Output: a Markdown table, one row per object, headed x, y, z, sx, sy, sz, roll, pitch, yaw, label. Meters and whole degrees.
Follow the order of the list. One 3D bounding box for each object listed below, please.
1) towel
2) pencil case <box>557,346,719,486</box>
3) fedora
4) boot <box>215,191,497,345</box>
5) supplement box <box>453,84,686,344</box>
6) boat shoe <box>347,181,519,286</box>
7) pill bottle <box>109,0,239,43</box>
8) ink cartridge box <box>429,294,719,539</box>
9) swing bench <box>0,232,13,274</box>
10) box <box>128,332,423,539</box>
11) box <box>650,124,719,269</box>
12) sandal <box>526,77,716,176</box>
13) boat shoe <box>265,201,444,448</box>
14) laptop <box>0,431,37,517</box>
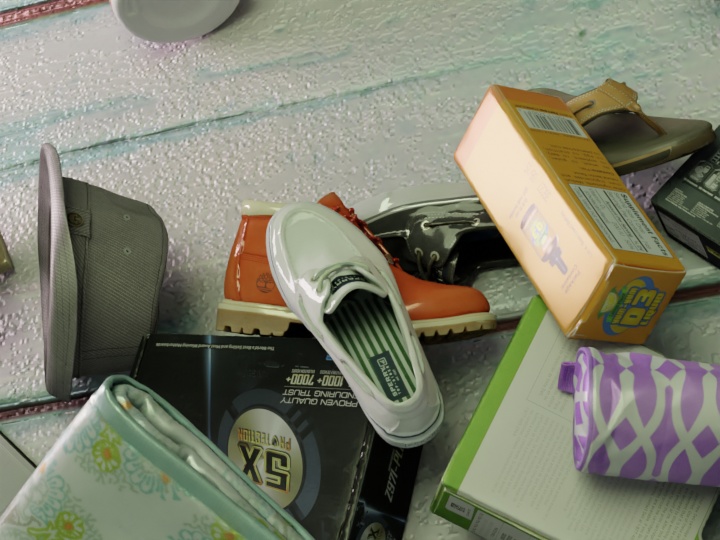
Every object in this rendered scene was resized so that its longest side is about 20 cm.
| x | y | z | sx | sy | sz | roll | pitch | yaw | label |
| --- | --- | --- | --- | --- | --- | --- | --- | --- | --- |
| -0.131 | 0.187 | 1.425 | 0.200 | 0.048 | 0.171 | 43 | 120 | 5 | towel |
| 0.226 | 0.090 | 1.356 | 0.200 | 0.084 | 0.086 | 6 | 34 | -5 | pencil case |
| -0.190 | 0.002 | 1.624 | 0.090 | 0.177 | 0.200 | 0 | 38 | -11 | fedora |
| 0.000 | 0.000 | 1.526 | 0.200 | 0.075 | 0.107 | 6 | 85 | 14 | boot |
| 0.135 | -0.039 | 1.450 | 0.067 | 0.069 | 0.200 | -62 | 35 | 30 | supplement box |
| 0.070 | -0.018 | 1.561 | 0.200 | 0.070 | 0.066 | -9 | 54 | 10 | boat shoe |
| -0.172 | -0.293 | 1.814 | 0.112 | 0.112 | 0.200 | -26 | 53 | 7 | pill bottle |
| 0.166 | 0.130 | 1.419 | 0.200 | 0.076 | 0.148 | 27 | 70 | 5 | ink cartridge box |
| -0.385 | 0.012 | 1.691 | 0.199 | 0.130 | 0.200 | -28 | 21 | 7 | swing bench |
| -0.069 | 0.135 | 1.507 | 0.200 | 0.086 | 0.164 | 2 | 61 | 25 | box |
| 0.320 | -0.046 | 1.472 | 0.158 | 0.051 | 0.200 | -47 | 52 | -9 | box |
| 0.165 | -0.110 | 1.545 | 0.082 | 0.055 | 0.200 | -26 | 27 | -22 | sandal |
| -0.001 | 0.022 | 1.447 | 0.073 | 0.067 | 0.200 | -31 | 63 | -10 | boat shoe |
| -0.344 | 0.176 | 1.585 | 0.200 | 0.116 | 0.187 | -46 | 53 | -9 | laptop |
